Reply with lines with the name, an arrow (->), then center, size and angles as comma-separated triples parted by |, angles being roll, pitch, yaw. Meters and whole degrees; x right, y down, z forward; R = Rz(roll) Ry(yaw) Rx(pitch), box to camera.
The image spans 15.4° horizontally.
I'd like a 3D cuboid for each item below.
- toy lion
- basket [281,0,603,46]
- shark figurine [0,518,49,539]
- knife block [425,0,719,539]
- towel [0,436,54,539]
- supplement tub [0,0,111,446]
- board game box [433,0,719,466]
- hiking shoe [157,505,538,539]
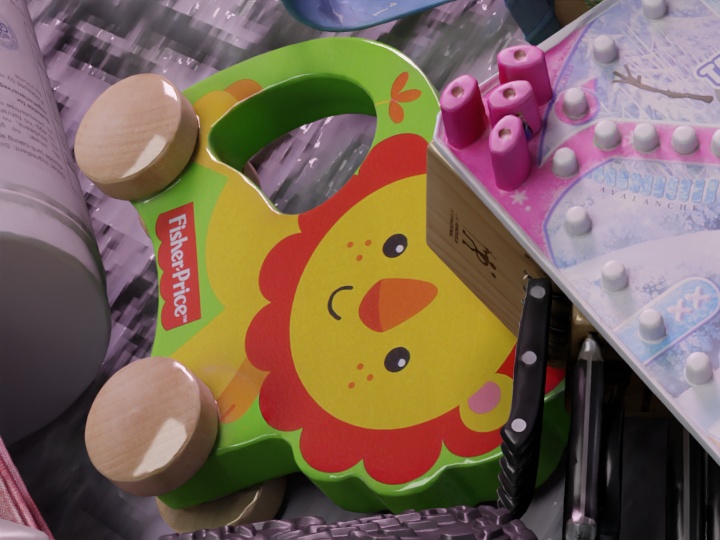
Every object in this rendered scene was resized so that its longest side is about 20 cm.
toy lion -> 0.000, 0.000, 0.917 | 0.191, 0.069, 0.201 | -21, 53, 18
basket -> 0.040, -0.152, 0.892 | 0.199, 0.176, 0.140 | -9, 62, 20
shark figurine -> -0.201, 0.152, 0.827 | 0.127, 0.090, 0.215 | 6, 56, 32
knife block -> 0.110, 0.005, 0.813 | 0.200, 0.064, 0.176 | -38, 68, -18
towel -> -0.198, 0.113, 0.922 | 0.199, 0.023, 0.145 | -35, 72, 16
supplement tub -> -0.177, -0.040, 1.022 | 0.132, 0.132, 0.201 | -34, 48, 16
board game box -> 0.153, -0.037, 0.765 | 0.199, 0.026, 0.200 | -34, 60, -11
hiking shoe -> -0.002, 0.126, 0.809 | 0.200, 0.075, 0.101 | -11, 87, 61
